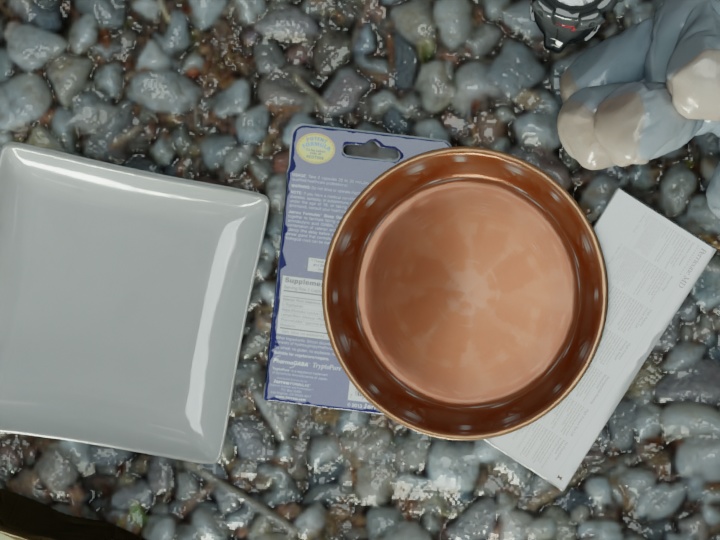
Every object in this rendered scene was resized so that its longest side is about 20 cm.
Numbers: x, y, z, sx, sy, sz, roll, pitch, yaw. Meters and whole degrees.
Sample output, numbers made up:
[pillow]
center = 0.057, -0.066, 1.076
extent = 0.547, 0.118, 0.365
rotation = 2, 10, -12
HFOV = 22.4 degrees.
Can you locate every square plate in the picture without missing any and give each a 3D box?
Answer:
[square plate]
center = -0.178, 0.025, 1.300
extent = 0.197, 0.028, 0.202
rotation = 11, 91, -18

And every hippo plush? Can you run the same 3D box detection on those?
[hippo plush]
center = 0.237, -0.102, 1.236
extent = 0.159, 0.201, 0.161
rotation = -27, 118, 38

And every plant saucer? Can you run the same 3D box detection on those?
[plant saucer]
center = 0.073, 0.016, 1.260
extent = 0.199, 0.032, 0.202
rotation = 0, 91, 12

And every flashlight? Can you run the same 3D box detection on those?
[flashlight]
center = 0.140, -0.186, 1.193
extent = 0.067, 0.200, 0.068
rotation = -21, 92, 8

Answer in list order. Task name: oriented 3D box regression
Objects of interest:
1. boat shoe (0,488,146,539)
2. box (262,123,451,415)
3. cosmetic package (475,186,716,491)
[boat shoe]
center = -0.215, 0.223, 1.337
extent = 0.199, 0.074, 0.067
rotation = 24, 113, 2
[box]
center = 0.000, 0.000, 1.308
extent = 0.120, 0.032, 0.202
rotation = 7, 97, 5
[cosmetic package]
center = 0.163, 0.047, 1.285
extent = 0.082, 0.051, 0.201
rotation = 33, 97, 7
